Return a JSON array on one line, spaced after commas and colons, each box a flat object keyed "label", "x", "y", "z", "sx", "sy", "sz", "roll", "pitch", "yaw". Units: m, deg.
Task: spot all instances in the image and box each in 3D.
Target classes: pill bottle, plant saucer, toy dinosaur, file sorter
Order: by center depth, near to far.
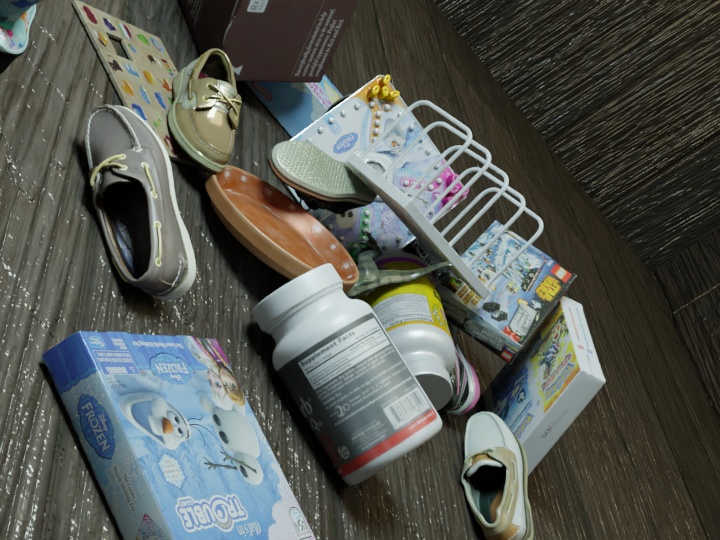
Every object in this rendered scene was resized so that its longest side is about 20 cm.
[{"label": "pill bottle", "x": -0.016, "y": 0.101, "z": 1.226, "sx": 0.200, "sy": 0.116, "sz": 0.116, "roll": 58, "pitch": 18, "yaw": 6}, {"label": "plant saucer", "x": -0.089, "y": -0.042, "z": 1.354, "sx": 0.200, "sy": 0.032, "sz": 0.200, "roll": 37, "pitch": 14, "yaw": -11}, {"label": "toy dinosaur", "x": 0.000, "y": 0.000, "z": 1.450, "sx": 0.088, "sy": 0.200, "sz": 0.048, "roll": -130, "pitch": -146, "yaw": -48}, {"label": "pill bottle", "x": 0.054, "y": 0.077, "z": 1.469, "sx": 0.104, "sy": 0.104, "sz": 0.200, "roll": 42, "pitch": 23, "yaw": -37}, {"label": "file sorter", "x": 0.109, "y": -0.091, "z": 1.501, "sx": 0.200, "sy": 0.125, "sz": 0.139, "roll": 45, "pitch": -1, "yaw": -41}]

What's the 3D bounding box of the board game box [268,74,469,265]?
[{"label": "board game box", "x": 0.016, "y": -0.123, "z": 1.598, "sx": 0.200, "sy": 0.200, "sz": 0.026, "roll": 54, "pitch": -18, "yaw": -7}]

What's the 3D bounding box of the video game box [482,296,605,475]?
[{"label": "video game box", "x": 0.242, "y": 0.160, "z": 1.667, "sx": 0.047, "sy": 0.200, "sz": 0.182, "roll": 25, "pitch": 27, "yaw": -18}]

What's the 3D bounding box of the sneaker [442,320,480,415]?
[{"label": "sneaker", "x": 0.087, "y": 0.089, "z": 1.576, "sx": 0.200, "sy": 0.080, "sz": 0.086, "roll": 61, "pitch": 20, "yaw": 18}]

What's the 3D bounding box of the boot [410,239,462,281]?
[{"label": "boot", "x": 0.088, "y": -0.040, "z": 1.844, "sx": 0.174, "sy": 0.069, "sz": 0.200, "roll": 48, "pitch": 12, "yaw": -17}]

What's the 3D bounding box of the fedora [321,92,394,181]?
[{"label": "fedora", "x": 0.031, "y": -0.148, "z": 1.677, "sx": 0.200, "sy": 0.092, "sz": 0.201, "roll": 3, "pitch": 85, "yaw": -35}]

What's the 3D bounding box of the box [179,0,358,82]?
[{"label": "box", "x": -0.126, "y": -0.369, "z": 1.587, "sx": 0.164, "sy": 0.166, "sz": 0.200, "roll": -3, "pitch": 54, "yaw": -30}]

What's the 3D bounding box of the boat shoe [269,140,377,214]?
[{"label": "boat shoe", "x": -0.053, "y": -0.105, "z": 1.477, "sx": 0.200, "sy": 0.062, "sz": 0.075, "roll": 12, "pitch": 55, "yaw": -60}]

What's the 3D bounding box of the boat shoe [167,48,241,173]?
[{"label": "boat shoe", "x": -0.168, "y": -0.185, "z": 1.370, "sx": 0.074, "sy": 0.066, "sz": 0.200, "roll": 29, "pitch": 27, "yaw": -33}]

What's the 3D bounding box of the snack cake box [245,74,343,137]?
[{"label": "snack cake box", "x": -0.073, "y": -0.233, "z": 1.740, "sx": 0.200, "sy": 0.067, "sz": 0.115, "roll": 48, "pitch": 19, "yaw": -23}]

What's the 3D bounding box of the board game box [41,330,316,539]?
[{"label": "board game box", "x": -0.135, "y": 0.144, "z": 0.961, "sx": 0.199, "sy": 0.043, "sz": 0.200, "roll": 62, "pitch": 19, "yaw": 15}]

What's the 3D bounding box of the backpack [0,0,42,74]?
[{"label": "backpack", "x": -0.342, "y": -0.256, "z": 0.969, "sx": 0.200, "sy": 0.151, "sz": 0.178, "roll": 40, "pitch": 25, "yaw": -29}]

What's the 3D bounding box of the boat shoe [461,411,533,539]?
[{"label": "boat shoe", "x": 0.162, "y": 0.246, "z": 1.503, "sx": 0.068, "sy": 0.075, "sz": 0.200, "roll": 48, "pitch": 19, "yaw": -40}]

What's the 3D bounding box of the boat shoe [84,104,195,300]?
[{"label": "boat shoe", "x": -0.207, "y": -0.068, "z": 1.103, "sx": 0.060, "sy": 0.072, "sz": 0.200, "roll": 24, "pitch": 42, "yaw": -64}]

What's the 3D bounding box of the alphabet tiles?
[{"label": "alphabet tiles", "x": -0.230, "y": -0.200, "z": 1.373, "sx": 0.200, "sy": 0.008, "sz": 0.167, "roll": 62, "pitch": 18, "yaw": 16}]

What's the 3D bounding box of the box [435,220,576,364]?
[{"label": "box", "x": 0.187, "y": 0.025, "z": 1.621, "sx": 0.137, "sy": 0.040, "sz": 0.200, "roll": 35, "pitch": 40, "yaw": 11}]
